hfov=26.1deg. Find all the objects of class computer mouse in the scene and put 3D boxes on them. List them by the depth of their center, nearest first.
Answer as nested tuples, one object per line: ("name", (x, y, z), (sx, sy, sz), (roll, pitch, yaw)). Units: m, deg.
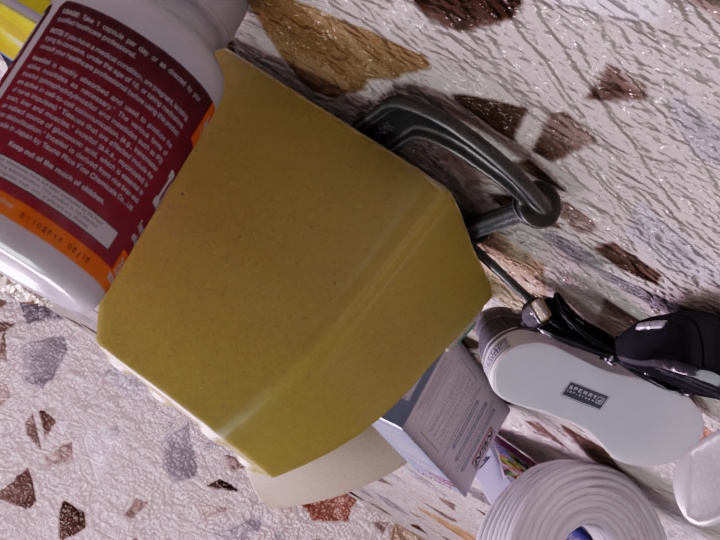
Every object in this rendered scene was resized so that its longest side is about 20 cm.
("computer mouse", (0.176, 0.038, 0.966), (0.139, 0.046, 0.200), (24, 176, -4))

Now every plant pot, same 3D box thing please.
("plant pot", (-0.057, 0.015, 1.012), (0.193, 0.201, 0.196), (33, 172, 21))

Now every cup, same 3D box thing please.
("cup", (-0.016, 0.135, 1.532), (0.141, 0.203, 0.200), (0, 157, 19))

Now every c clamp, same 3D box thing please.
("c clamp", (0.068, -0.047, 0.954), (0.170, 0.027, 0.200), (37, 169, -2))

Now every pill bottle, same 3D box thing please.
("pill bottle", (-0.148, -0.088, 0.879), (0.112, 0.201, 0.113), (28, 168, 7))

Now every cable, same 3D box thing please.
("cable", (0.206, 0.285, 1.492), (0.069, 0.199, 0.202), (-9, 105, 61))

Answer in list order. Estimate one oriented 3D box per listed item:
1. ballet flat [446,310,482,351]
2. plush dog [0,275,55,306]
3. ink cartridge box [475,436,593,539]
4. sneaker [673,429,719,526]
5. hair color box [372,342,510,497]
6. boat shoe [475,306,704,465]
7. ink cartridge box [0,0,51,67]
("ballet flat", (0.000, 0.000, 1.196), (0.199, 0.063, 0.068), (26, 167, 22))
("plush dog", (-0.220, -0.047, 1.438), (0.171, 0.163, 0.199), (-4, 175, 45))
("ink cartridge box", (0.177, 0.241, 1.611), (0.119, 0.042, 0.200), (35, -168, -22))
("sneaker", (0.288, 0.105, 0.947), (0.098, 0.072, 0.200), (-3, 159, -32))
("hair color box", (0.069, 0.126, 1.436), (0.060, 0.100, 0.200), (22, 165, 29))
("boat shoe", (0.165, 0.080, 1.125), (0.198, 0.072, 0.068), (22, -153, -27))
("ink cartridge box", (-0.179, -0.137, 1.130), (0.199, 0.047, 0.198), (32, 167, 6))
